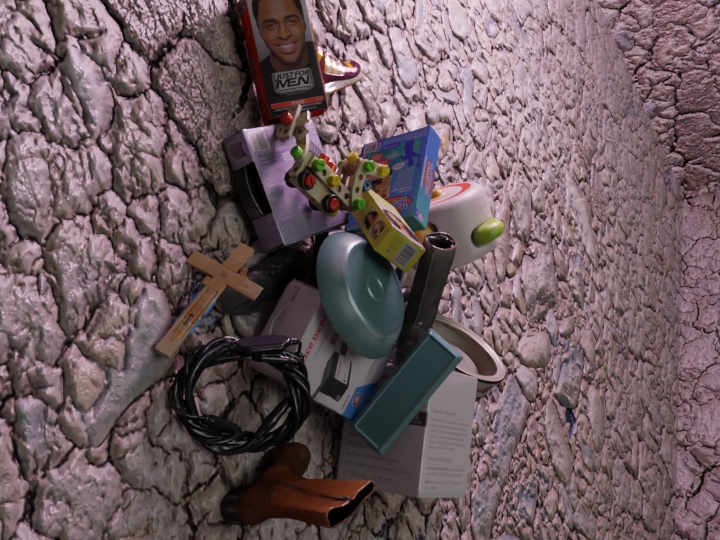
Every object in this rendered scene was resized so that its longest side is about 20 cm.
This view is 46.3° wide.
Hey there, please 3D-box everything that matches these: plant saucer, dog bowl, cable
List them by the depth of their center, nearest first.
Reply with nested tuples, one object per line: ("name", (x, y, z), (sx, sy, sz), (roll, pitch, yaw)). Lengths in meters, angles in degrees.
("cable", (-0.164, 0.171, 1.147), (0.198, 0.051, 0.166), (-5, 104, -26))
("plant saucer", (0.011, 0.031, 1.267), (0.199, 0.036, 0.202), (33, 46, -41))
("plant saucer", (0.068, 0.187, 1.293), (0.070, 0.201, 0.019), (40, 3, 13))
("dog bowl", (0.171, 0.169, 1.584), (0.198, 0.074, 0.201), (27, 22, -12))

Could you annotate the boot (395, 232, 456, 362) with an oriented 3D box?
("boot", (0.106, 0.035, 1.369), (0.182, 0.072, 0.203), (-71, 168, -77))

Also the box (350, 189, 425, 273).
("box", (0.037, -0.072, 1.344), (0.075, 0.050, 0.200), (34, 12, -27))

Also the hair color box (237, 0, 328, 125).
("hair color box", (-0.124, -0.342, 1.339), (0.100, 0.061, 0.203), (-14, 92, -18))

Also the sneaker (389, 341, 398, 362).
("sneaker", (0.033, 0.111, 1.468), (0.199, 0.081, 0.079), (21, 65, -51))

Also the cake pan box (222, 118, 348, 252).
("cake pan box", (-0.114, -0.137, 1.330), (0.199, 0.052, 0.186), (-26, 94, -56))

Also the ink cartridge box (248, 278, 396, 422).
("ink cartridge box", (-0.054, 0.127, 1.293), (0.200, 0.083, 0.146), (38, 76, -45))

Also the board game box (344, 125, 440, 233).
("board game box", (0.059, -0.154, 1.517), (0.045, 0.151, 0.202), (42, 49, -42))

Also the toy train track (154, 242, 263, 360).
("toy train track", (-0.210, 0.044, 1.151), (0.201, 0.114, 0.033), (-55, 166, -32))

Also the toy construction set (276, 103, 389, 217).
("toy construction set", (-0.052, -0.163, 1.304), (0.199, 0.092, 0.132), (37, 73, -27))

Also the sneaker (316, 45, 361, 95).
("sneaker", (-0.063, -0.354, 1.459), (0.200, 0.074, 0.091), (-43, 121, -53))

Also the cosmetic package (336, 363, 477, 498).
("cosmetic package", (0.079, 0.262, 1.394), (0.164, 0.163, 0.203), (20, 74, -54))

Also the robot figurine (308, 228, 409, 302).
("robot figurine", (0.000, -0.002, 1.411), (0.199, 0.124, 0.152), (-20, 97, -55))

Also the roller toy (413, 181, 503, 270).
("roller toy", (0.162, -0.089, 1.628), (0.183, 0.198, 0.141), (-110, 180, -76))

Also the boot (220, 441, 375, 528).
("boot", (-0.068, 0.290, 1.165), (0.188, 0.198, 0.069), (-19, 96, -56))

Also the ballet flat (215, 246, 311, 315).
("ballet flat", (-0.151, 0.017, 1.266), (0.199, 0.056, 0.067), (-28, 127, -49))
